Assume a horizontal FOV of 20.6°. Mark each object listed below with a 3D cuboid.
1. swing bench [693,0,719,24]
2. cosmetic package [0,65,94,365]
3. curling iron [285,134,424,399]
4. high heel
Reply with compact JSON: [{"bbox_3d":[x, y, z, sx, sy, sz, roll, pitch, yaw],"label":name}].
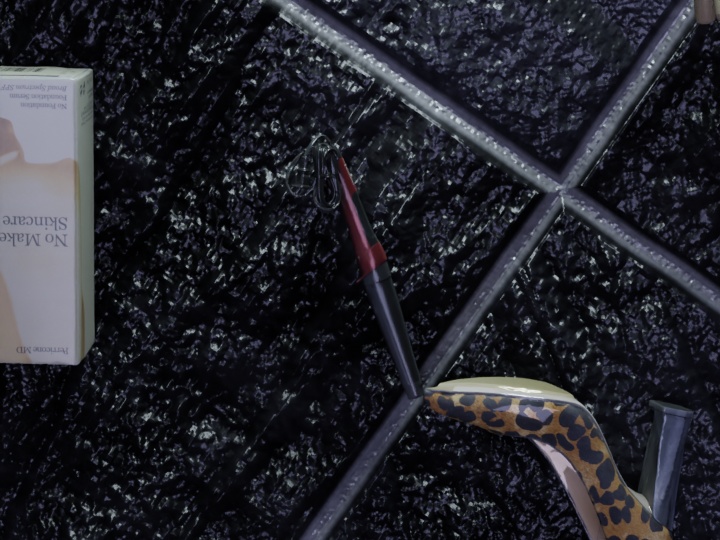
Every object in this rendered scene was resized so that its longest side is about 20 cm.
[{"bbox_3d":[0.312,-0.270,1.280,0.198,0.130,0.201,-6,96,4],"label":"swing bench"},{"bbox_3d":[-0.239,-0.039,1.372,0.104,0.071,0.201,0,101,2],"label":"cosmetic package"},{"bbox_3d":[0.000,0.000,1.392,0.049,0.026,0.201,-31,105,-30],"label":"curling iron"},{"bbox_3d":[0.132,0.153,1.396,0.199,0.071,0.143,10,96,-9],"label":"high heel"}]
